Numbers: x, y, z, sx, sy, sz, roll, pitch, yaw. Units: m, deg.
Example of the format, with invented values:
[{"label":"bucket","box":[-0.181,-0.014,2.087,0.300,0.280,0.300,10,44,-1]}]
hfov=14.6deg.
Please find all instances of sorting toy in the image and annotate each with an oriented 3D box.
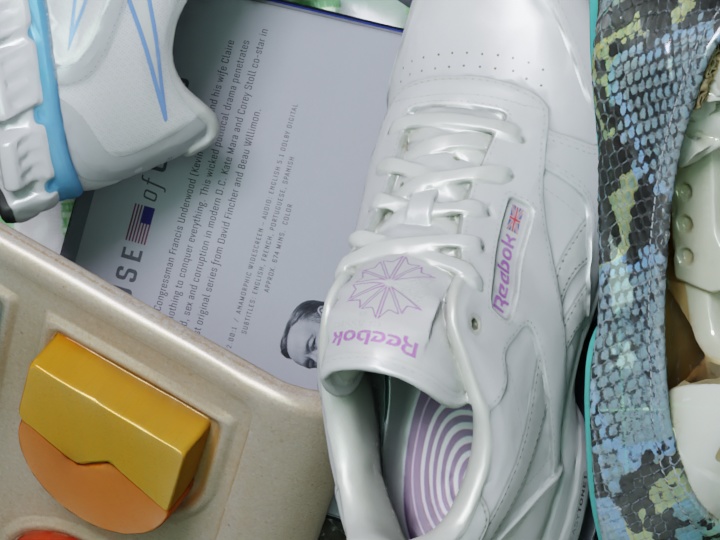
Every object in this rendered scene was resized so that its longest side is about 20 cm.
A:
[{"label":"sorting toy","box":[-0.112,0.061,0.862,0.200,0.036,0.185,26,136,7]}]

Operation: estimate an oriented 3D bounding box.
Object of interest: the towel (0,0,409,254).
[{"label":"towel","box":[-0.028,-0.029,0.913,0.200,0.023,0.153,-7,87,9]}]

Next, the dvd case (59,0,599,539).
[{"label":"dvd case","box":[0.000,0.000,0.860,0.200,0.025,0.150,16,90,25]}]

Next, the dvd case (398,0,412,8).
[{"label":"dvd case","box":[-0.006,-0.171,0.818,0.018,0.200,0.143,10,75,52]}]

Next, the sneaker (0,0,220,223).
[{"label":"sneaker","box":[-0.083,-0.119,0.814,0.087,0.075,0.200,-13,111,-14]}]

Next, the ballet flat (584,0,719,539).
[{"label":"ballet flat","box":[0.099,0.007,0.769,0.074,0.074,0.200,-3,107,9]}]

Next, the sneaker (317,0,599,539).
[{"label":"sneaker","box":[0.032,-0.003,0.779,0.075,0.100,0.200,0,82,24]}]
